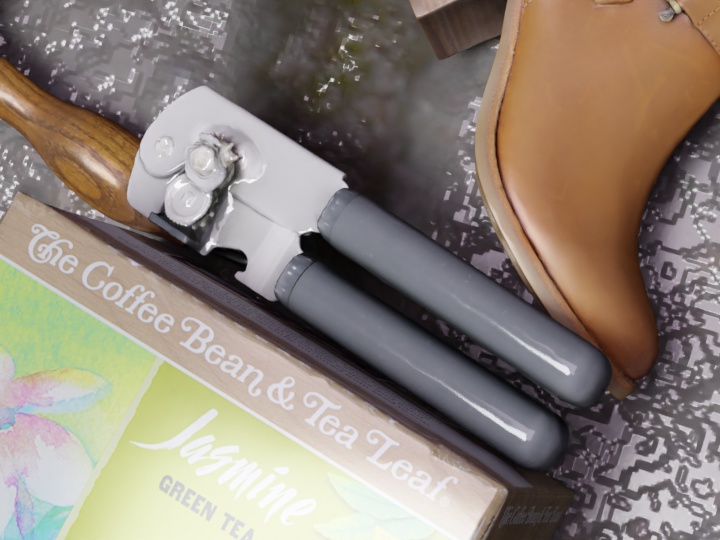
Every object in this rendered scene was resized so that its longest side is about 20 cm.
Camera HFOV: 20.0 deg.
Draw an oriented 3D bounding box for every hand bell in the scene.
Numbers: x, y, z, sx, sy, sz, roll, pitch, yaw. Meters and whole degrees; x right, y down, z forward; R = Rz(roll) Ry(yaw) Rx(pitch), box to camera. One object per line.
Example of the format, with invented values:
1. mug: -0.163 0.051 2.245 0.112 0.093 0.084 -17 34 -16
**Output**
1. hand bell: -0.143 -0.075 0.798 0.200 0.104 0.104 35 94 4

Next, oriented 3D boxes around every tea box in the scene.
1. tea box: -0.064 0.110 0.714 0.199 0.134 0.197 29 91 17

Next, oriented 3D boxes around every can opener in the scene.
1. can opener: 0.000 0.000 0.716 0.200 0.066 0.053 33 90 26

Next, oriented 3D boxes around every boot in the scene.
1. boot: 0.111 -0.069 0.726 0.155 0.077 0.201 -22 71 8
